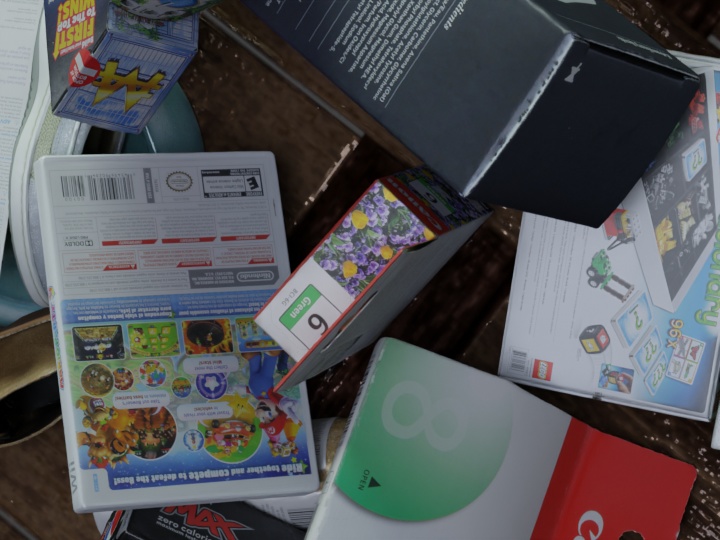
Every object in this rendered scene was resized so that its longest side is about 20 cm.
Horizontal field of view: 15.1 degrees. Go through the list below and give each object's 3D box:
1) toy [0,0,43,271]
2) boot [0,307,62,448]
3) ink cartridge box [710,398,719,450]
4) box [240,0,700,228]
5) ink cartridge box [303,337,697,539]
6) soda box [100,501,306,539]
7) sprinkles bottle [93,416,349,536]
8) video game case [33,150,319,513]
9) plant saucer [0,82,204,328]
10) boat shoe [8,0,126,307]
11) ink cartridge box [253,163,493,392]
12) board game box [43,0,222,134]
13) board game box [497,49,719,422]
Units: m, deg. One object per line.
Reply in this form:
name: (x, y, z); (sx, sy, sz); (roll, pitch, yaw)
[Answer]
toy: (-0.235, -0.087, 1.599); (0.115, 0.047, 0.200); (9, 93, 30)
boot: (-0.236, 0.082, 1.626); (0.200, 0.075, 0.074); (-26, 111, 26)
ink cartridge box: (0.265, 0.011, 1.480); (0.104, 0.059, 0.200); (14, 100, 15)
box: (0.057, -0.126, 1.453); (0.200, 0.148, 0.104); (44, 108, 31)
ink cartridge box: (0.076, 0.146, 1.504); (0.200, 0.050, 0.161); (20, 80, -2)
soda box: (-0.052, 0.188, 1.549); (0.200, 0.071, 0.063); (26, 125, -10)
sprinkles bottle: (-0.055, 0.122, 1.587); (0.200, 0.068, 0.068); (-6, 94, 17)
video game case: (-0.103, 0.032, 1.525); (0.143, 0.018, 0.200); (-2, 76, -25)
plant saucer: (-0.190, -0.056, 1.630); (0.200, 0.027, 0.200); (2, 96, 17)
boat shoe: (-0.156, -0.076, 1.567); (0.065, 0.074, 0.202); (10, 91, 16)
ink cartridge box: (0.000, 0.000, 1.486); (0.050, 0.200, 0.109); (44, 106, 7)
board game box: (-0.110, -0.184, 1.470); (0.200, 0.062, 0.200); (-14, 70, 51)
board game box: (0.154, -0.025, 1.522); (0.126, 0.035, 0.200); (12, 100, 17)
